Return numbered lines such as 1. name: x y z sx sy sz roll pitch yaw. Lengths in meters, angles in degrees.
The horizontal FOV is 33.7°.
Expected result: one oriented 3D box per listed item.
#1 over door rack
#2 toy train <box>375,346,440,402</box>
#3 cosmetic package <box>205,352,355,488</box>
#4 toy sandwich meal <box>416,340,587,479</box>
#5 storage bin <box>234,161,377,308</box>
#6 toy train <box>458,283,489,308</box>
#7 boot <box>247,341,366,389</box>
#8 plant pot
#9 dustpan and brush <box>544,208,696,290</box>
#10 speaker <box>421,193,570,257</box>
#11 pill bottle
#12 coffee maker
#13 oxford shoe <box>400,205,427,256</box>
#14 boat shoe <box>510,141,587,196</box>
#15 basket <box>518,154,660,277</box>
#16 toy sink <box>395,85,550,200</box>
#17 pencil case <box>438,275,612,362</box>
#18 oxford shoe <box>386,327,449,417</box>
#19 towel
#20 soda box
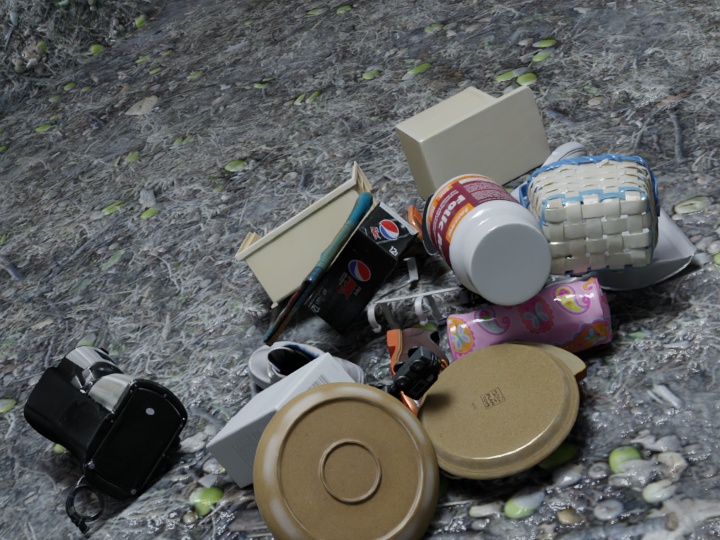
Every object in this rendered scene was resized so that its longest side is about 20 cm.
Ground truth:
1. over door rack: 0.108 0.030 1.577 0.146 0.067 0.200 -10 16 22
2. toy train: 0.024 0.159 1.329 0.200 0.045 0.034 -49 25 29
3. cosmetic package: -0.088 0.175 1.361 0.102 0.074 0.200 -44 4 -35
4. toy sandwich meal: 0.157 0.159 1.309 0.202 0.071 0.207 -15 40 13
5. storage bin: -0.066 -0.057 1.732 0.199 0.094 0.199 -33 11 8
6. toy train: 0.185 0.013 1.494 0.045 0.035 0.199 -4 8 34
7. boot: -0.090 0.116 1.506 0.198 0.095 0.074 5 69 41
8. plant pot: -0.012 0.210 1.228 0.199 0.201 0.028 -32 -12 -19
9. dustpan and brush: 0.309 -0.009 1.513 0.197 0.058 0.140 -18 39 -6
10. speaker: 0.182 -0.059 1.557 0.197 0.082 0.081 1 21 -21
11. pill bottle: 0.150 -0.036 1.393 0.113 0.115 0.200 -23 19 -2
12. coffee maker: -0.348 0.202 1.523 0.192 0.136 0.199 -38 31 -26
13. oxford shoe: 0.066 -0.043 1.683 0.072 0.072 0.200 -35 -1 1
14. boat shoe: 0.280 -0.113 1.704 0.069 0.071 0.200 32 50 25
15. basket: 0.278 -0.073 1.447 0.174 0.141 0.201 -5 26 12
16. toy sink: 0.174 -0.201 1.854 0.198 0.132 0.112 -28 28 -9
17. pencil case: 0.198 0.068 1.412 0.197 0.088 0.088 -17 28 14
18. oxford shoe: 0.075 0.124 1.423 0.071 0.072 0.201 -12 30 3
19. towel: -0.053 -0.004 1.520 0.147 0.022 0.201 -55 1 43
20. soda box: 0.000 0.000 1.574 0.063 0.071 0.200 -50 -2 -39
